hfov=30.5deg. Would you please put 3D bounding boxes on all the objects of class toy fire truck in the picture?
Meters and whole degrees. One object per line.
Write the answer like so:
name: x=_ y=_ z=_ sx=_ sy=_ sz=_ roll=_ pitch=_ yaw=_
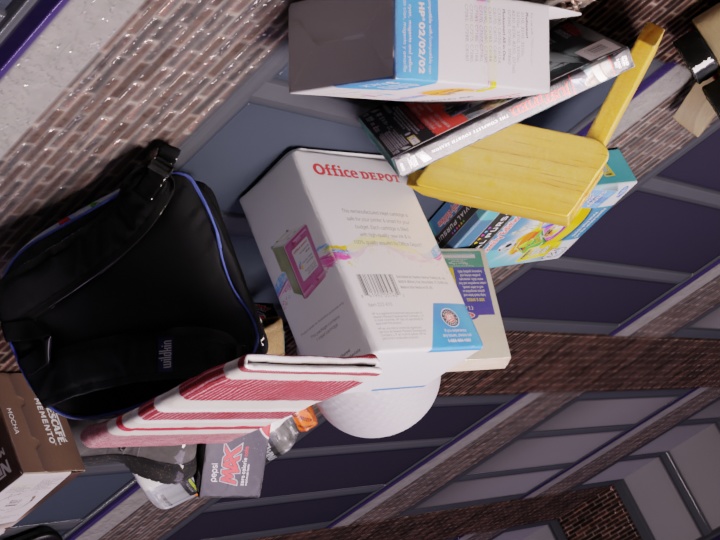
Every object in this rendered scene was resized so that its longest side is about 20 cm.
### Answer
toy fire truck: x=0.371 y=-0.155 z=1.259 sx=0.129 sy=0.176 sz=0.200 roll=-32 pitch=171 yaw=15

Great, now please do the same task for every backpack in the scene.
backpack: x=-0.186 y=0.028 z=1.062 sx=0.190 sy=0.200 sz=0.154 roll=-21 pitch=171 yaw=-2

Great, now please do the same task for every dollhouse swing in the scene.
dollhouse swing: x=0.154 y=-0.136 z=1.156 sx=0.181 sy=0.176 sz=0.200 roll=13 pitch=-178 yaw=9

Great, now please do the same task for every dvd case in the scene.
dvd case: x=0.103 y=-0.143 z=1.058 sx=0.200 sy=0.022 sz=0.146 roll=-27 pitch=-158 yaw=-1

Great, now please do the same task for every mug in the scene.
mug: x=0.027 y=0.069 z=1.405 sx=0.200 sy=0.148 sz=0.175 roll=-24 pitch=151 yaw=-3

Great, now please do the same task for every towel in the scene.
towel: x=-0.099 y=0.098 z=1.001 sx=0.144 sy=0.023 sz=0.200 roll=5 pitch=156 yaw=-46

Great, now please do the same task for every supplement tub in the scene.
supplement tub: x=-0.157 y=0.171 z=1.463 sx=0.200 sy=0.123 sz=0.123 roll=-26 pitch=158 yaw=1

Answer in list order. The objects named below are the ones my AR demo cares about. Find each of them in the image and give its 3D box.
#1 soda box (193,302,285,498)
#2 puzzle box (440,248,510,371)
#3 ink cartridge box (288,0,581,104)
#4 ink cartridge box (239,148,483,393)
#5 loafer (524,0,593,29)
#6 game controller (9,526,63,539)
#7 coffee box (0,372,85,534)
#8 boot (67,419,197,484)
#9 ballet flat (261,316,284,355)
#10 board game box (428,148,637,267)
soda box: x=-0.127 y=0.133 z=1.345 sx=0.071 sy=0.063 sz=0.200 roll=2 pitch=116 yaw=-17
puzzle box: x=0.040 y=0.040 z=1.304 sx=0.200 sy=0.133 sz=0.025 roll=-1 pitch=146 yaw=-14
ink cartridge box: x=0.059 y=-0.161 z=0.966 sx=0.200 sy=0.068 sz=0.115 roll=-3 pitch=-176 yaw=-42
ink cartridge box: x=0.000 y=0.000 z=1.155 sx=0.144 sy=0.200 sz=0.085 roll=1 pitch=150 yaw=-47
loafer: x=0.172 y=-0.236 z=0.990 sx=0.072 sy=0.063 sz=0.200 roll=-10 pitch=153 yaw=-32
game controller: x=-0.481 y=0.390 z=1.712 sx=0.200 sy=0.042 sz=0.104 roll=-21 pitch=157 yaw=-13
coffee box: x=-0.377 y=0.197 z=1.301 sx=0.200 sy=0.113 sz=0.080 roll=-37 pitch=155 yaw=27
boot: x=-0.253 y=0.132 z=1.338 sx=0.200 sy=0.070 sz=0.132 roll=8 pitch=115 yaw=7
ballet flat: x=-0.162 y=0.044 z=1.227 sx=0.200 sy=0.068 sz=0.072 roll=15 pitch=99 yaw=-15
board game box: x=0.173 y=-0.061 z=1.401 sx=0.200 sy=0.047 sz=0.151 roll=-8 pitch=152 yaw=-37
